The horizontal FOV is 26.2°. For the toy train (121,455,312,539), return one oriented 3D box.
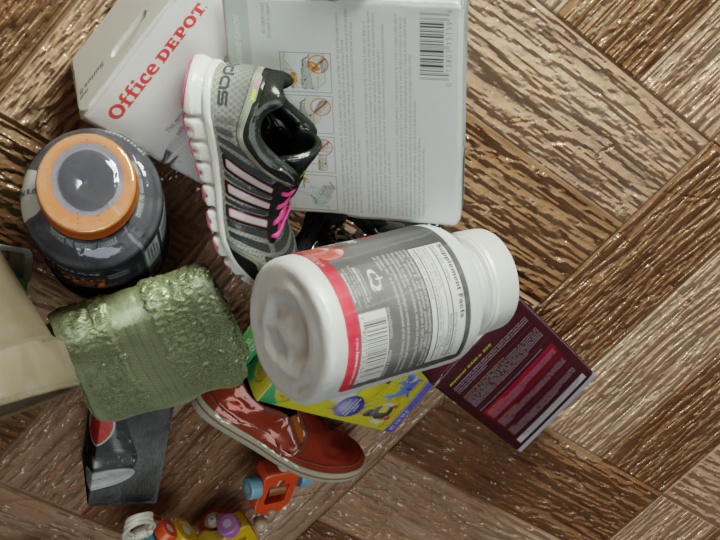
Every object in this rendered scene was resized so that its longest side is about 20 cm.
[{"bbox_3d":[-0.150,0.230,1.493,0.198,0.056,0.151,-12,140,-27],"label":"toy train"}]

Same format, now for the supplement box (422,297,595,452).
[{"bbox_3d":[0.130,0.084,1.423,0.109,0.061,0.200,-45,144,3],"label":"supplement box"}]

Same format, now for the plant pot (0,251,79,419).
[{"bbox_3d":[-0.321,0.033,1.114,0.197,0.176,0.200,-18,177,-1],"label":"plant pot"}]

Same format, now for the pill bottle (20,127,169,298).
[{"bbox_3d":[-0.198,-0.044,1.163,0.105,0.108,0.200,-13,171,-7],"label":"pill bottle"}]

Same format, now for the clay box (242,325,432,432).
[{"bbox_3d":[-0.016,0.079,1.406,0.199,0.048,0.115,16,122,-41],"label":"clay box"}]

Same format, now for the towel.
[{"bbox_3d":[-0.167,0.065,1.252,0.147,0.037,0.201,-19,152,-5],"label":"towel"}]

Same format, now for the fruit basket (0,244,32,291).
[{"bbox_3d":[-0.371,0.043,1.254,0.197,0.094,0.187,5,129,-15],"label":"fruit basket"}]

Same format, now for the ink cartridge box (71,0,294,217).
[{"bbox_3d":[-0.100,-0.146,1.187,0.199,0.084,0.146,28,116,-35],"label":"ink cartridge box"}]

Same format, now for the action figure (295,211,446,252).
[{"bbox_3d":[0.000,0.000,1.289,0.199,0.102,0.120,-8,130,-49],"label":"action figure"}]

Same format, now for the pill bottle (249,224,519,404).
[{"bbox_3d":[0.023,0.026,1.180,0.198,0.111,0.112,-14,135,-36],"label":"pill bottle"}]

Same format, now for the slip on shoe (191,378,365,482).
[{"bbox_3d":[-0.067,0.141,1.449,0.199,0.074,0.061,32,111,-30],"label":"slip on shoe"}]

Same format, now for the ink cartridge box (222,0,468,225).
[{"bbox_3d":[-0.007,-0.127,1.152,0.171,0.044,0.202,5,132,8],"label":"ink cartridge box"}]

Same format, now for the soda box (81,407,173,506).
[{"bbox_3d":[-0.206,0.120,1.389,0.070,0.064,0.202,1,128,-18],"label":"soda box"}]

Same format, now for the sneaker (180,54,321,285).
[{"bbox_3d":[-0.067,-0.068,1.136,0.086,0.074,0.202,0,127,19],"label":"sneaker"}]
